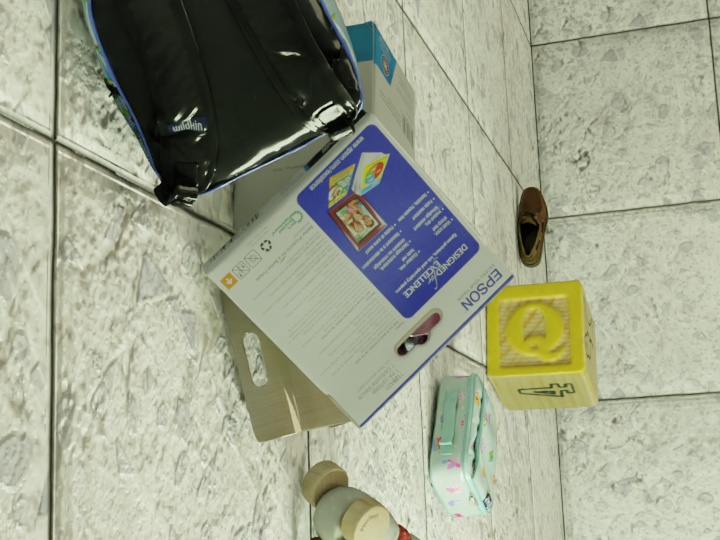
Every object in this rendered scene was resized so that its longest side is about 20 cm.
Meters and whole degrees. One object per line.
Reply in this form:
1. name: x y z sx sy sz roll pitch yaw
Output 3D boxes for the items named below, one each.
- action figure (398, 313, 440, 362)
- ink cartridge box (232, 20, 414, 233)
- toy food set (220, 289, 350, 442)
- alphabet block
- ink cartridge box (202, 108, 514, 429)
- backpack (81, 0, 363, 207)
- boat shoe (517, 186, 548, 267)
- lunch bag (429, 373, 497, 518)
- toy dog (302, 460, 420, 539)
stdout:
1. action figure: 0.049 0.022 1.519 0.147 0.134 0.203 -5 74 -32
2. ink cartridge box: -0.031 -0.109 1.143 0.147 0.142 0.203 48 40 -63
3. toy food set: -0.072 0.086 1.120 0.200 0.059 0.146 13 61 -74
4. alphabet block: 0.362 0.153 2.309 0.200 0.193 0.198 56 31 -58
5. ink cartridge box: 0.000 0.000 1.018 0.200 0.197 0.047 46 1 -20
6. backpack: -0.110 -0.185 0.858 0.148 0.181 0.202 -112 179 -52
7. boat shoe: 0.409 -0.112 2.764 0.068 0.071 0.203 49 39 -64
8. lunch bag: 0.161 0.270 1.792 0.161 0.076 0.202 67 24 -46
9. toy dog: 0.002 0.290 1.207 0.200 0.097 0.132 45 -8 -21
